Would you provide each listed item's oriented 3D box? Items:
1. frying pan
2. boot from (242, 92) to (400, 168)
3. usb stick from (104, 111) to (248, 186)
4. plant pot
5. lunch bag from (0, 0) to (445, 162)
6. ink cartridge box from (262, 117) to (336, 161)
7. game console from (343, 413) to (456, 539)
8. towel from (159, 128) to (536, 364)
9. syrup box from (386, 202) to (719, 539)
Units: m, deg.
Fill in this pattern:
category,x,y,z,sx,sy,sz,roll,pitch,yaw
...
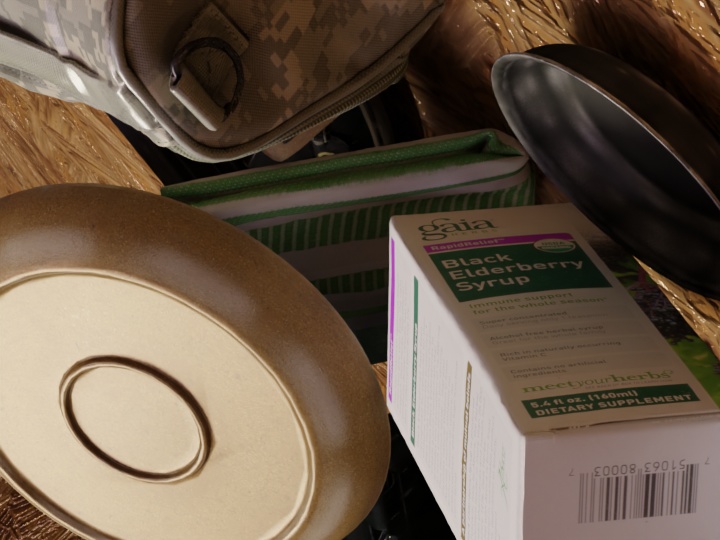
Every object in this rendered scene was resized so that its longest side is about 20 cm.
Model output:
category,x,y,z,sx,sy,sz,roll,pitch,yaw
frying pan,0.107,-0.030,0.844,0.115,0.031,0.190,49,166,-23
boot,-0.059,-0.035,1.150,0.073,0.150,0.200,51,170,32
usb stick,-0.111,-0.097,1.056,0.200,0.033,0.055,51,171,-15
plant pot,-0.086,0.053,1.045,0.199,0.028,0.201,14,133,15
lunch bag,-0.060,-0.124,0.778,0.200,0.168,0.139,25,158,47
ink cartridge box,-0.085,-0.157,1.016,0.200,0.075,0.165,45,171,44
game console,-0.005,0.063,1.172,0.116,0.176,0.200,46,169,17
towel,0.000,0.000,1.090,0.200,0.152,0.023,81,177,-67
syrup box,0.066,0.046,0.908,0.200,0.078,0.082,-118,26,-65
